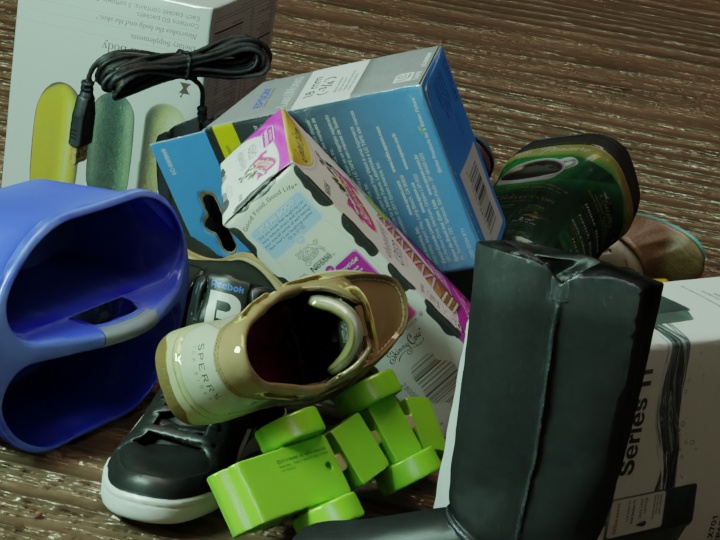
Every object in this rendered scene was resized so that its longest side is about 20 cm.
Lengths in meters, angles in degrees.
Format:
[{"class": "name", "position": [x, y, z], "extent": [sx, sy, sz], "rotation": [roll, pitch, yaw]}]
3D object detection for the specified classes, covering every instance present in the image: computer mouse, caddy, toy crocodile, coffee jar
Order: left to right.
[{"class": "caddy", "position": [-0.173, 0.023, 1.241], "extent": [0.105, 0.142, 0.200], "rotation": [14, 19, 25]}, {"class": "computer mouse", "position": [-0.131, -0.065, 1.467], "extent": [0.140, 0.200, 0.046], "rotation": [-5, 36, -22]}, {"class": "toy crocodile", "position": [-0.015, 0.107, 1.188], "extent": [0.062, 0.068, 0.200], "rotation": [-33, -7, 37]}, {"class": "coffee jar", "position": [0.129, -0.028, 1.552], "extent": [0.104, 0.085, 0.200], "rotation": [-5, 25, 31]}]

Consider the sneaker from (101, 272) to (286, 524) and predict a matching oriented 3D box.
[{"class": "sneaker", "position": [-0.092, 0.061, 1.207], "extent": [0.073, 0.112, 0.200], "rotation": [10, 17, 13]}]

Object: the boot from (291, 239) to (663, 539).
[{"class": "boot", "position": [0.053, 0.081, 1.072], "extent": [0.165, 0.200, 0.066], "rotation": [11, 18, 7]}]

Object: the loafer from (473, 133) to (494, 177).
[{"class": "loafer", "position": [0.005, -0.036, 1.542], "extent": [0.200, 0.072, 0.063], "rotation": [-22, 26, 19]}]

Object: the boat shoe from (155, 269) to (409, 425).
[{"class": "boat shoe", "position": [-0.026, 0.040, 1.185], "extent": [0.066, 0.074, 0.200], "rotation": [-16, 4, 38]}]

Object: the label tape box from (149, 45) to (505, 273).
[{"class": "label tape box", "position": [-0.020, -0.060, 1.443], "extent": [0.200, 0.144, 0.063], "rotation": [-9, 30, 22]}]

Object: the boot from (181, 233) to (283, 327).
[{"class": "boot", "position": [-0.136, 0.029, 1.374], "extent": [0.138, 0.078, 0.200], "rotation": [-10, 13, -34]}]

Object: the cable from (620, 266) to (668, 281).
[{"class": "cable", "position": [0.148, 0.022, 1.601], "extent": [0.200, 0.050, 0.097], "rotation": [7, 31, 35]}]

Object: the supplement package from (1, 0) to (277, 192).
[{"class": "supplement package", "position": [-0.166, -0.124, 1.600], "extent": [0.152, 0.200, 0.151], "rotation": [13, 19, 13]}]

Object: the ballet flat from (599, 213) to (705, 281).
[{"class": "ballet flat", "position": [0.173, -0.018, 1.680], "extent": [0.200, 0.068, 0.072], "rotation": [23, 42, 37]}]

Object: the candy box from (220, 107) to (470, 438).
[{"class": "candy box", "position": [0.000, 0.000, 1.350], "extent": [0.200, 0.061, 0.136], "rotation": [45, 10, -17]}]

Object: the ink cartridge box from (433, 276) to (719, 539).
[{"class": "ink cartridge box", "position": [0.150, 0.088, 1.190], "extent": [0.200, 0.147, 0.083], "rotation": [-5, 24, -35]}]
